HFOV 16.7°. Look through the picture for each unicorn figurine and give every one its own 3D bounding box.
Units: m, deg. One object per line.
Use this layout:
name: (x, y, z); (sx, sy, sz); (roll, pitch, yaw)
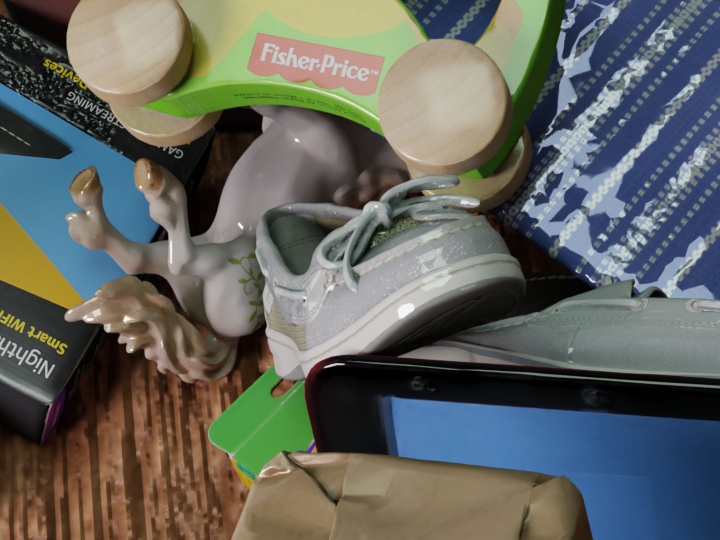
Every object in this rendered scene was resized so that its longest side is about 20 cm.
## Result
unicorn figurine: (-0.030, -0.039, 1.007); (0.200, 0.137, 0.074); (-49, 32, 2)

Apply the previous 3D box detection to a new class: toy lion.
toy lion: (-0.015, -0.136, 0.922); (0.199, 0.069, 0.193); (14, 79, 17)

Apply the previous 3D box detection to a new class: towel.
towel: (0.095, -0.070, 0.945); (0.200, 0.024, 0.145); (36, 71, 16)

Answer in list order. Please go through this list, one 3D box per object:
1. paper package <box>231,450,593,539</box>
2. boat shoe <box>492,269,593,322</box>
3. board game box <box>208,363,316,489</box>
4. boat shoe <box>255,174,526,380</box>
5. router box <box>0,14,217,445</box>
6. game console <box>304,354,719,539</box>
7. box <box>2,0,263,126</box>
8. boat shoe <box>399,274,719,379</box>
paper package: (0.014, 0.188, 0.690); (0.103, 0.201, 0.191); (0, 41, 18)
boat shoe: (0.125, 0.039, 0.926); (0.200, 0.057, 0.067); (29, 64, 33)
board game box: (0.040, 0.084, 0.934); (0.200, 0.030, 0.096); (34, 66, 31)
boat shoe: (0.001, -0.001, 0.875); (0.074, 0.202, 0.065); (-21, 92, -12)
router box: (-0.182, -0.039, 1.027); (0.199, 0.051, 0.150); (27, 62, 2)
game console: (0.076, 0.131, 0.797); (0.199, 0.119, 0.173); (3, 72, 18)
box: (-0.046, -0.175, 1.077); (0.199, 0.165, 0.167); (1, 53, 16)
boat shoe: (0.095, 0.040, 0.870); (0.200, 0.070, 0.072); (3, 48, 46)
